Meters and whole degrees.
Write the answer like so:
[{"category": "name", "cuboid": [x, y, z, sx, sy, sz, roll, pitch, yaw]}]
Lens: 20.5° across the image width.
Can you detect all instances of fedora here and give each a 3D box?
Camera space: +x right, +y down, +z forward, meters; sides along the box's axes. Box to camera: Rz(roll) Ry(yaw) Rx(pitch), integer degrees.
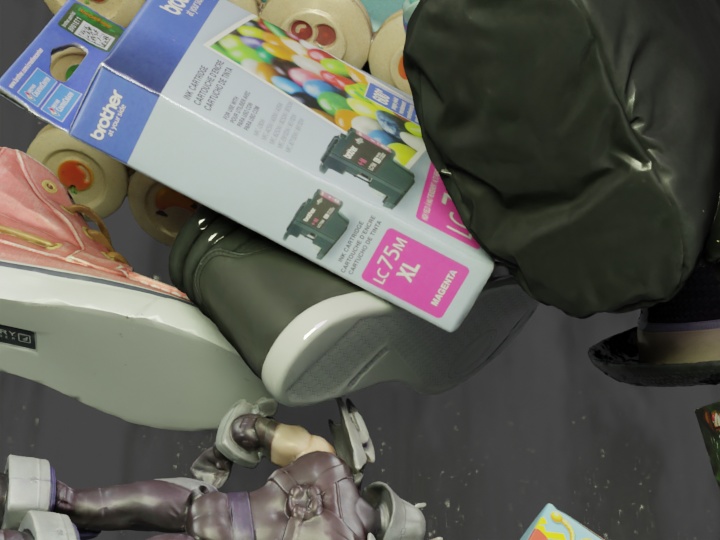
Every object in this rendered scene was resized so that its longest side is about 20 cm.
[{"category": "fedora", "cuboid": [0.190, -0.014, 0.852, 0.200, 0.201, 0.092, -13, 94, -21]}]

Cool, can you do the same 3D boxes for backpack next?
[{"category": "backpack", "cuboid": [0.096, -0.089, 0.783, 0.127, 0.167, 0.200, -11, 22, 28]}]

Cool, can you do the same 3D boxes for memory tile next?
[{"category": "memory tile", "cuboid": [-0.051, -0.066, 0.879, 0.200, 0.153, 0.017, 14, 35, 4]}]

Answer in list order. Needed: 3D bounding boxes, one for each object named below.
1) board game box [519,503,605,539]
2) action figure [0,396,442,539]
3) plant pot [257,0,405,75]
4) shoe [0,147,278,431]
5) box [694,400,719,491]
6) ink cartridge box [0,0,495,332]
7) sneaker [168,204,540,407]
[{"category": "board game box", "cuboid": [0.049, 0.198, 0.676, 0.103, 0.105, 0.200, 33, 47, 5]}, {"category": "action figure", "cuboid": [-0.063, 0.104, 0.785, 0.200, 0.069, 0.130, 1, 41, -15]}, {"category": "plant pot", "cuboid": [0.016, -0.104, 0.941, 0.200, 0.141, 0.141, 30, 50, 4]}, {"category": "shoe", "cuboid": [-0.123, 0.002, 0.859, 0.200, 0.071, 0.091, 13, 47, 1]}, {"category": "box", "cuboid": [0.250, 0.095, 0.827, 0.200, 0.038, 0.137, -13, 82, -21]}, {"category": "ink cartridge box", "cuboid": [-0.036, -0.058, 0.796, 0.200, 0.042, 0.119, 25, 27, -4]}, {"category": "sneaker", "cuboid": [0.000, 0.000, 0.841, 0.099, 0.071, 0.200, 45, 25, 25]}]
